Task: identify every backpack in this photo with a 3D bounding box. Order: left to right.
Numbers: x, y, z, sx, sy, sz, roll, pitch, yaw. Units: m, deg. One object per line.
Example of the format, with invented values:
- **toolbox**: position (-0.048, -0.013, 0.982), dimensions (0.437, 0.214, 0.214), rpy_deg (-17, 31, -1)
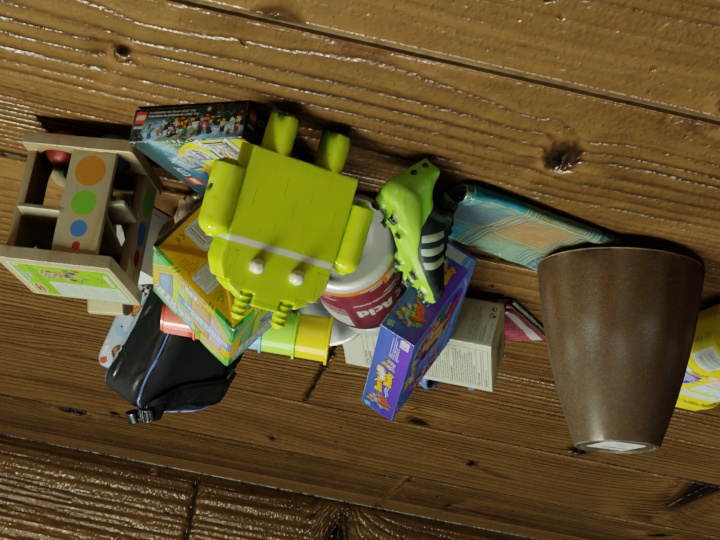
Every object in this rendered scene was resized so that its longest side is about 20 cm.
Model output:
- **backpack**: position (-0.248, 0.105, 2.072), dimensions (0.154, 0.201, 0.190), rpy_deg (35, -172, 35)

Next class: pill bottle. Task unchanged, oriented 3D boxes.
- **pill bottle**: position (0.000, 0.000, 1.706), dimensions (0.113, 0.115, 0.200), rpy_deg (6, 162, 14)

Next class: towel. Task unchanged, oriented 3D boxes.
- **towel**: position (0.133, 0.067, 1.999), dimensions (0.199, 0.023, 0.144), rpy_deg (0, 161, 28)
- **towel**: position (0.160, -0.042, 1.640), dimensions (0.199, 0.022, 0.146), rpy_deg (18, 162, -25)

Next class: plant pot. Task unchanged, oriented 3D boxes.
- **plant pot**: position (0.284, 0.096, 1.671), dimensions (0.185, 0.202, 0.187), rpy_deg (3, 166, 1)

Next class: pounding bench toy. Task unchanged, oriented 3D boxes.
- **pounding bench toy**: position (-0.287, -0.050, 1.640), dimensions (0.123, 0.157, 0.200), rpy_deg (6, 162, 10)

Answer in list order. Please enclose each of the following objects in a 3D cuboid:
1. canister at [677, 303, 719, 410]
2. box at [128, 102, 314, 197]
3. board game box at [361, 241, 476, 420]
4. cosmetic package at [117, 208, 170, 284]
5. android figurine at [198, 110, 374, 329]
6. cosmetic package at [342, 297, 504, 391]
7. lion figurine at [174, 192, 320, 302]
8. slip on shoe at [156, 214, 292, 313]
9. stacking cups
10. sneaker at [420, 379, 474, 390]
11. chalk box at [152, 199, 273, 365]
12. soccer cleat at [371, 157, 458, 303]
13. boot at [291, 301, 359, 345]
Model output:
- **canister**: position (0.428, 0.104, 1.842), dimensions (0.148, 0.087, 0.200), rpy_deg (16, 160, -20)
- **box**: position (-0.125, -0.110, 1.559), dimensions (0.136, 0.038, 0.200), rpy_deg (1, 160, 28)
- **board game box**: position (0.065, 0.071, 1.741), dimensions (0.045, 0.135, 0.200), rpy_deg (32, 152, 11)
- **cosmetic package**: position (-0.322, -0.026, 1.859), dimensions (0.199, 0.083, 0.051), rpy_deg (-4, 159, 35)
- **android figurine**: position (-0.074, -0.045, 1.461), dimensions (0.181, 0.201, 0.041), rpy_deg (18, 179, -32)
- **cosmetic package**: position (0.079, 0.080, 1.922), dimensions (0.198, 0.071, 0.106), rpy_deg (11, 144, 13)
- **lion figurine**: position (-0.124, -0.025, 1.756), dimensions (0.199, 0.124, 0.072), rpy_deg (2, 179, -33)
- **slip on shoe**: position (-0.163, 0.018, 1.802), dimensions (0.076, 0.061, 0.200), rpy_deg (-32, 107, 34)
- **stacking cups**: position (-0.132, 0.062, 1.769), dimensions (0.198, 0.061, 0.061), rpy_deg (11, 163, 0)
- **sneaker**: position (0.076, 0.116, 2.014), dimensions (0.198, 0.079, 0.075), rpy_deg (2, 161, 22)
- **chalk box**: position (-0.134, 0.008, 1.593), dimensions (0.124, 0.124, 0.200), rpy_deg (45, 164, 7)
- **soccer cleat**: position (0.069, -0.036, 1.567), dimensions (0.068, 0.081, 0.200), rpy_deg (44, 165, 32)
- **boot**: position (-0.066, 0.054, 1.883), dimensions (0.199, 0.074, 0.095), rpy_deg (4, -178, 29)
